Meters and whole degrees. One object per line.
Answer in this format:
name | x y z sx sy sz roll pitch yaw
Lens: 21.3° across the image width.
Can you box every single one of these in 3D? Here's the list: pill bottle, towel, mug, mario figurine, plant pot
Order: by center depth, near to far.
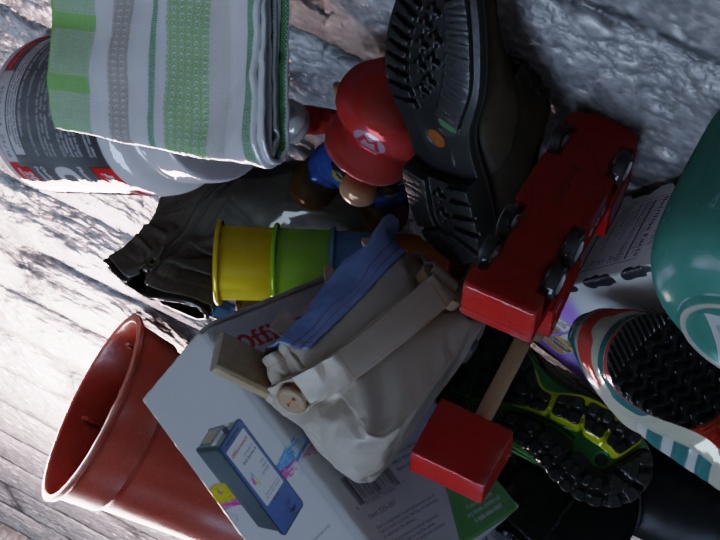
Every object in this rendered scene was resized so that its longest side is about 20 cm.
mug | 0.245 0.006 1.022 0.185 0.114 0.152 34 159 -9
towel | -0.123 -0.144 1.161 0.200 0.149 0.031 11 -165 39
mario figurine | -0.001 -0.060 1.200 0.200 0.123 0.106 115 138 -76
pill bottle | -0.155 -0.107 1.298 0.200 0.114 0.114 4 147 50
plant pot | -0.182 0.176 1.895 0.195 0.201 0.201 28 161 -17

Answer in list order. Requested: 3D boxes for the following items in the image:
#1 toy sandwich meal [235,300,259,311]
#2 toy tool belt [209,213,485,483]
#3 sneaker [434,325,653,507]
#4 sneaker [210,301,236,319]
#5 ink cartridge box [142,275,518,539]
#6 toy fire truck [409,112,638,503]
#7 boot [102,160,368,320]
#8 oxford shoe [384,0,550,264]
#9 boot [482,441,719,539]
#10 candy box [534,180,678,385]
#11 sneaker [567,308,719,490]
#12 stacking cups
toy sandwich meal | 0.009 0.041 1.384 0.205 0.205 0.070 10 119 42
toy tool belt | 0.007 0.023 1.158 0.123 0.200 0.125 34 144 8
sneaker | 0.107 0.090 1.287 0.200 0.078 0.085 38 -175 11
sneaker | -0.078 0.007 1.490 0.200 0.087 0.075 27 -175 -19
ink cartridge box | -0.019 0.116 1.223 0.200 0.145 0.088 53 126 12
toy fire truck | 0.096 0.020 1.108 0.049 0.200 0.141 24 148 15
boot | -0.084 -0.015 1.388 0.200 0.131 0.068 14 154 36
oxford shoe | 0.065 -0.105 1.085 0.073 0.084 0.200 34 146 35
boot | 0.178 0.179 1.315 0.198 0.162 0.073 35 137 16
candy box | 0.203 0.031 1.196 0.168 0.072 0.200 37 159 -16
sneaker | 0.204 0.083 1.142 0.200 0.070 0.093 37 175 -23
stacking cups | 0.000 0.000 1.315 0.200 0.061 0.061 3 157 0
